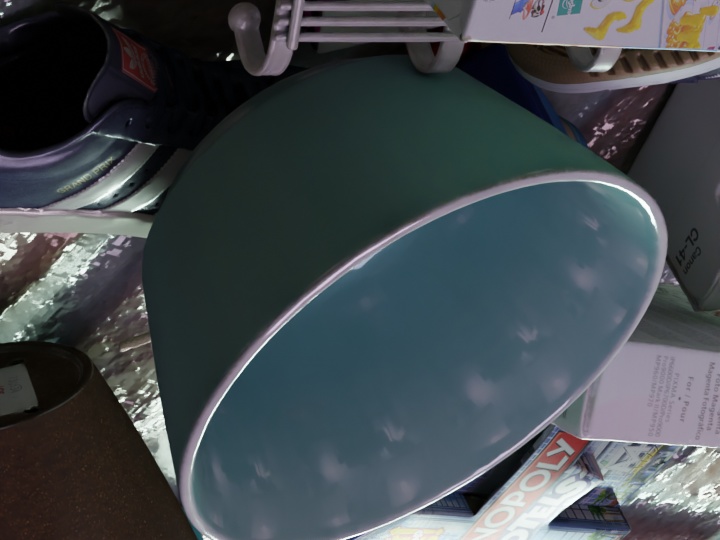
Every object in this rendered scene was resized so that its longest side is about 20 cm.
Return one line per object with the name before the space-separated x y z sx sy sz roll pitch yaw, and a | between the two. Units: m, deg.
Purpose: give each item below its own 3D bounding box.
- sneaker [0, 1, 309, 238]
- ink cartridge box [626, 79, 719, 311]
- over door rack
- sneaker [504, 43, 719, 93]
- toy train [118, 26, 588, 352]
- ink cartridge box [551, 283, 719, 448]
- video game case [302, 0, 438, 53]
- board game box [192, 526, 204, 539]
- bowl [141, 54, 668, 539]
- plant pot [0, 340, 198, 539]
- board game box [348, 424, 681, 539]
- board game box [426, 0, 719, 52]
sneaker | -0.081 -0.061 0.960 0.199 0.075 0.085 -7 147 -26
ink cartridge box | 0.240 -0.065 1.162 0.199 0.086 0.148 -4 139 -28
over door rack | 0.042 -0.160 0.861 0.147 0.067 0.201 -4 127 -28
sneaker | 0.154 -0.099 1.010 0.199 0.070 0.109 -21 155 -1
toy train | 0.001 -0.016 1.089 0.199 0.085 0.116 -31 164 15
ink cartridge box | 0.132 0.038 1.154 0.199 0.162 0.057 12 97 -34
video game case | 0.069 -0.174 0.941 0.180 0.036 0.201 -14 145 -18
board game box | -0.186 0.185 1.255 0.199 0.047 0.151 -3 141 -30
bowl | 0.000 0.000 0.940 0.200 0.105 0.201 -26 150 -16
plant pot | -0.140 0.140 1.094 0.186 0.187 0.201 -16 112 -15
board game box | 0.056 0.103 1.293 0.199 0.062 0.200 8 134 -42
board game box | 0.108 -0.136 0.798 0.199 0.103 0.105 0 124 -29
